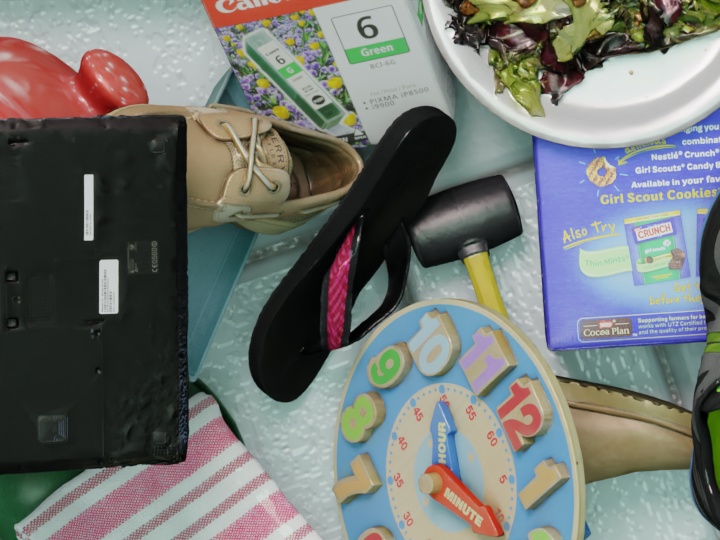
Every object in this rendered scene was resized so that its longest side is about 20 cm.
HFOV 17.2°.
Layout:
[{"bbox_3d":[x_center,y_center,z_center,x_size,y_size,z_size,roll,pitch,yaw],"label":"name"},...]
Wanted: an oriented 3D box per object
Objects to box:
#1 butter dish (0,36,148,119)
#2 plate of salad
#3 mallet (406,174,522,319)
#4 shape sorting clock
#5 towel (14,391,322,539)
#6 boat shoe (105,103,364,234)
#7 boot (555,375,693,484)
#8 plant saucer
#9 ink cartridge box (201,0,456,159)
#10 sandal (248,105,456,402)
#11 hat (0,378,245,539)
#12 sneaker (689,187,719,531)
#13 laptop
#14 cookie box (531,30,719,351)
[{"bbox_3d":[-0.175,-0.058,1.287,0.199,0.200,0.148,46,106,1],"label":"butter dish"},{"bbox_3d":[0.131,-0.166,1.284,0.200,0.048,0.200,0,91,3],"label":"plate of salad"},{"bbox_3d":[0.069,0.039,1.330,0.066,0.041,0.200,-12,62,6],"label":"mallet"},{"bbox_3d":[0.049,0.115,1.301,0.200,0.039,0.200,0,90,47],"label":"shape sorting clock"},{"bbox_3d":[-0.076,0.177,1.304,0.146,0.030,0.200,-36,87,-36],"label":"towel"},{"bbox_3d":[-0.069,-0.059,1.262,0.064,0.200,0.071,-19,81,28],"label":"boat shoe"},{"bbox_3d":[0.107,0.161,1.360,0.175,0.066,0.200,13,91,14],"label":"boot"},{"bbox_3d":[-0.085,-0.028,1.306,0.019,0.200,0.070,-16,124,28],"label":"plant saucer"},{"bbox_3d":[-0.026,-0.151,1.295,0.109,0.050,0.200,-10,135,15],"label":"ink cartridge box"},{"bbox_3d":[0.000,0.000,1.330,0.045,0.075,0.200,42,115,24],"label":"sandal"},{"bbox_3d":[-0.166,0.124,1.310,0.200,0.176,0.166,12,92,2],"label":"hat"},{"bbox_3d":[0.213,0.048,1.268,0.071,0.083,0.200,4,99,2],"label":"sneaker"},{"bbox_3d":[-0.194,0.007,1.195,0.200,0.103,0.177,-3,101,-17],"label":"laptop"},{"bbox_3d":[0.182,-0.060,1.344,0.171,0.075,0.200,-3,91,3],"label":"cookie box"}]
